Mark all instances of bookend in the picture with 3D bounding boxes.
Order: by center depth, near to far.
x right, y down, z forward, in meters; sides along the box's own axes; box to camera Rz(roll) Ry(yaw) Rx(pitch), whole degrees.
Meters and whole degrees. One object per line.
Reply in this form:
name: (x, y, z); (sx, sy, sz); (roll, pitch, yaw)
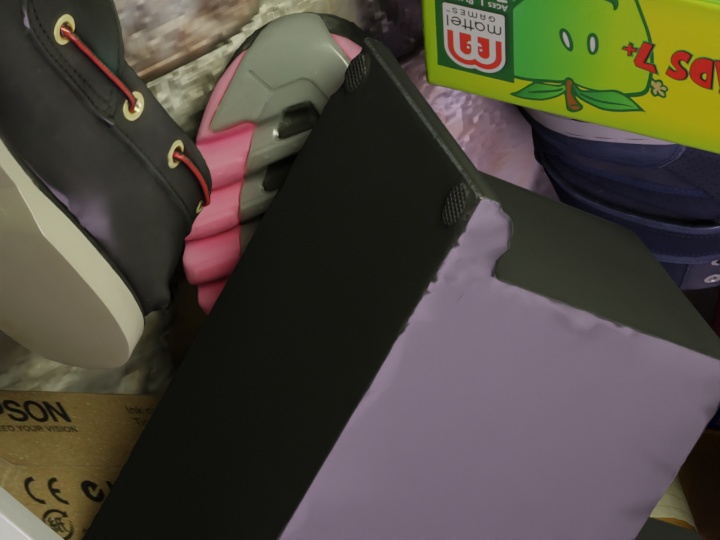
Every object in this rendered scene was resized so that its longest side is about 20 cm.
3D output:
bookend: (0.046, 0.070, 0.744); (0.198, 0.092, 0.201); (19, 111, -29)

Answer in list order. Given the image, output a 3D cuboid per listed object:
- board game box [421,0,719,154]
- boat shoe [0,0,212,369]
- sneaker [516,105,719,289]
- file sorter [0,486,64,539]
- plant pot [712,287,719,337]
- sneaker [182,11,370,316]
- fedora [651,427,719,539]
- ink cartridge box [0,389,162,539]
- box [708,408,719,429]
board game box: (0.126, -0.073, 0.680); (0.048, 0.199, 0.102); (85, 29, -43)
boat shoe: (-0.099, -0.056, 0.652); (0.063, 0.073, 0.202); (-63, 144, -25)
sneaker: (0.146, -0.044, 0.795); (0.201, 0.077, 0.146); (6, 162, 10)
file sorter: (-0.115, 0.178, 0.631); (0.200, 0.125, 0.139); (-42, 114, 11)
plant pot: (0.232, -0.034, 0.876); (0.199, 0.200, 0.180); (-10, 124, -34)
sneaker: (0.000, 0.000, 0.807); (0.079, 0.096, 0.201); (-4, 126, 13)
fedora: (0.083, 0.141, 1.020); (0.200, 0.082, 0.201); (-18, 148, -12)
ink cartridge box: (-0.100, 0.120, 0.854); (0.199, 0.075, 0.165); (6, 130, -46)
box: (0.228, 0.026, 1.067); (0.200, 0.042, 0.119); (-44, 146, 9)
